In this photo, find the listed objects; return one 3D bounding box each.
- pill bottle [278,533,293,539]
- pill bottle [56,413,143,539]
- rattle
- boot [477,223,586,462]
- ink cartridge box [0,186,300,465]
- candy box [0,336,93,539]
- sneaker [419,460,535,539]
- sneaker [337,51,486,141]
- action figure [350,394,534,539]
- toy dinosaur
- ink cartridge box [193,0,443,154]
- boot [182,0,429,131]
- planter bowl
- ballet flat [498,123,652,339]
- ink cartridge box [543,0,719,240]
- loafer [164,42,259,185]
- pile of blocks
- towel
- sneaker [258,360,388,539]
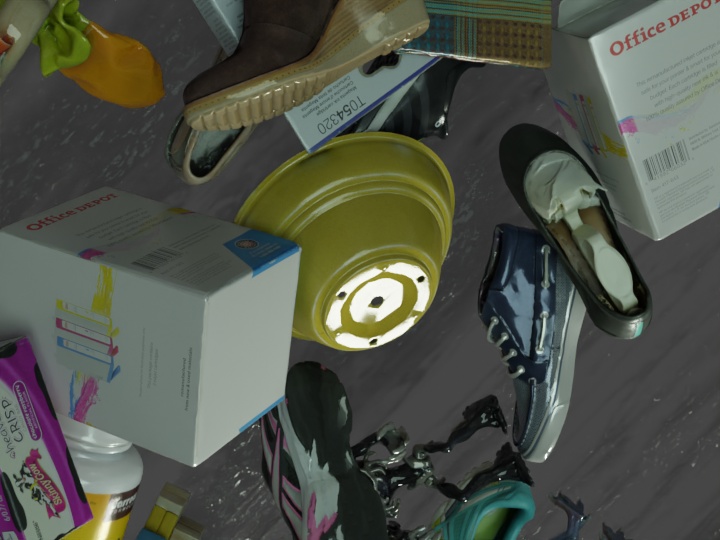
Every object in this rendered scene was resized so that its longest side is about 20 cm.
[{"bbox_3d":[-0.104,0.326,1.034,0.200,0.116,0.117,-43,112,-1],"label":"pill bottle"},{"bbox_3d":[-0.236,0.191,0.960,0.108,0.109,0.203,15,101,-19],"label":"pill bottle"},{"bbox_3d":[-0.207,-0.128,0.827,0.130,0.200,0.144,-38,112,-2],"label":"rattle"},{"bbox_3d":[0.138,0.061,1.059,0.089,0.073,0.204,10,95,-11],"label":"boot"},{"bbox_3d":[-0.163,0.030,0.882,0.197,0.128,0.127,16,113,23],"label":"ink cartridge box"},{"bbox_3d":[-0.291,0.132,0.873,0.061,0.198,0.139,-27,100,-48],"label":"candy box"},{"bbox_3d":[0.082,0.260,1.088,0.077,0.080,0.201,33,95,-22],"label":"sneaker"},{"bbox_3d":[0.034,-0.118,0.970,0.082,0.072,0.201,34,94,-23],"label":"sneaker"},{"bbox_3d":[0.040,0.179,1.038,0.197,0.102,0.121,-24,94,-4],"label":"action figure"},{"bbox_3d":[0.159,0.289,1.085,0.104,0.200,0.184,28,106,6],"label":"toy dinosaur"},{"bbox_3d":[-0.025,-0.221,0.902,0.195,0.043,0.202,-37,104,-20],"label":"ink cartridge box"},{"bbox_3d":[-0.064,-0.202,0.841,0.198,0.072,0.168,-28,86,-17],"label":"boot"},{"bbox_3d":[0.000,0.000,0.944,0.197,0.084,0.202,-16,136,-16],"label":"planter bowl"},{"bbox_3d":[0.181,-0.039,0.993,0.067,0.068,0.202,-32,84,-3],"label":"ballet flat"},{"bbox_3d":[0.233,-0.154,0.987,0.127,0.125,0.202,-26,111,-7],"label":"ink cartridge box"},{"bbox_3d":[-0.081,-0.151,0.931,0.071,0.063,0.202,28,96,-20],"label":"loafer"},{"bbox_3d":[-0.173,0.275,0.985,0.061,0.082,0.202,23,73,1],"label":"pile of blocks"},{"bbox_3d":[0.083,-0.258,0.919,0.144,0.022,0.204,2,88,-26],"label":"towel"},{"bbox_3d":[-0.038,0.182,1.002,0.079,0.086,0.204,1,72,-35],"label":"sneaker"}]
